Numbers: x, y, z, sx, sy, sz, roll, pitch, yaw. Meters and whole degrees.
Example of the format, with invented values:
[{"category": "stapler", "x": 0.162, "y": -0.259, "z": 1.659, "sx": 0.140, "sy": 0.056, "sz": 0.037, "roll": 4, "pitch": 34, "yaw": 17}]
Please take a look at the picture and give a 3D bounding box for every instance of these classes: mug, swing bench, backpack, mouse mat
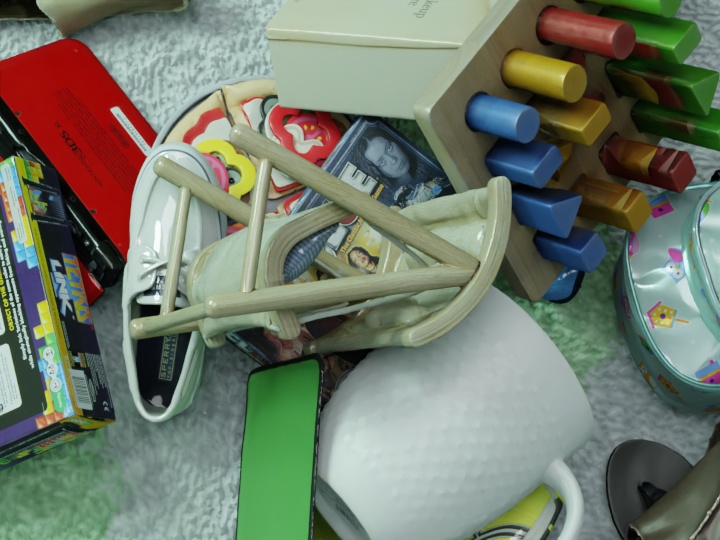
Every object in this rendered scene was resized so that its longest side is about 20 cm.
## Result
[{"category": "mug", "x": 0.067, "y": 0.133, "z": 1.447, "sx": 0.175, "sy": 0.148, "sz": 0.200, "roll": -38, "pitch": 71, "yaw": -17}, {"category": "swing bench", "x": -0.029, "y": -0.007, "z": 1.408, "sx": 0.199, "sy": 0.199, "sz": 0.131, "roll": 11, "pitch": 81, "yaw": -19}, {"category": "backpack", "x": 0.286, "y": 0.008, "z": 1.527, "sx": 0.199, "sy": 0.153, "sz": 0.177, "roll": -18, "pitch": 78, "yaw": 2}, {"category": "mouse mat", "x": -0.059, "y": 0.162, "z": 1.457, "sx": 0.007, "sy": 0.161, "sz": 0.202, "roll": 6, "pitch": 81, "yaw": -21}]

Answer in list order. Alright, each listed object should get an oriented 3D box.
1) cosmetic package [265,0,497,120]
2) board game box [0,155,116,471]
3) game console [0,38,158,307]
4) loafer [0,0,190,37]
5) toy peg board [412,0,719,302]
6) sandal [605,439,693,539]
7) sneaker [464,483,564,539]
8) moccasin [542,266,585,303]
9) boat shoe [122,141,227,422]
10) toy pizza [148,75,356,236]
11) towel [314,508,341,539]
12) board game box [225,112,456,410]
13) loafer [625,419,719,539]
[{"category": "cosmetic package", "x": 0.042, "y": -0.166, "z": 1.544, "sx": 0.199, "sy": 0.074, "sz": 0.104, "roll": 6, "pitch": 38, "yaw": 22}, {"category": "board game box", "x": -0.277, "y": 0.043, "z": 1.520, "sx": 0.164, "sy": 0.057, "sz": 0.201, "roll": -23, "pitch": 72, "yaw": 24}, {"category": "game console", "x": -0.240, "y": -0.053, "z": 1.608, "sx": 0.172, "sy": 0.119, "sz": 0.200, "roll": -27, "pitch": 72, "yaw": -41}, {"category": "loafer", "x": -0.220, "y": -0.217, "z": 1.636, "sx": 0.198, "sy": 0.076, "sz": 0.069, "roll": 4, "pitch": 73, "yaw": 11}, {"category": "toy peg board", "x": 0.163, "y": -0.104, "z": 1.452, "sx": 0.097, "sy": 0.200, "sz": 0.199, "roll": 18, "pitch": 62, "yaw": 43}, {"category": "sandal", "x": 0.234, "y": 0.212, "z": 1.511, "sx": 0.075, "sy": 0.045, "sz": 0.201, "roll": -15, "pitch": 73, "yaw": -5}, {"category": "sneaker", "x": 0.070, "y": 0.210, "z": 1.496, "sx": 0.076, "sy": 0.075, "sz": 0.200, "roll": 41, "pitch": 75, "yaw": 10}, {"category": "moccasin", "x": 0.138, "y": -0.072, "z": 1.595, "sx": 0.080, "sy": 0.068, "sz": 0.202, "roll": 1, "pitch": 77, "yaw": 14}, {"category": "boat shoe", "x": -0.135, "y": 0.011, "z": 1.507, "sx": 0.073, "sy": 0.065, "sz": 0.202, "roll": 0, "pitch": 101, "yaw": 3}, {"category": "toy pizza", "x": -0.064, "y": -0.053, "z": 1.573, "sx": 0.199, "sy": 0.032, "sz": 0.202, "roll": 4, "pitch": 76, "yaw": -17}, {"category": "towel", "x": 0.028, "y": 0.136, "z": 1.549, "sx": 0.199, "sy": 0.018, "sz": 0.086, "roll": -27, "pitch": 73, "yaw": -9}, {"category": "board game box", "x": 0.000, "y": 0.000, "z": 1.547, "sx": 0.135, "sy": 0.035, "sz": 0.201, "roll": 36, "pitch": 73, "yaw": -9}, {"category": "loafer", "x": 0.224, "y": 0.187, "z": 1.458, "sx": 0.071, "sy": 0.073, "sz": 0.201, "roll": 26, "pitch": 80, "yaw": -7}]
